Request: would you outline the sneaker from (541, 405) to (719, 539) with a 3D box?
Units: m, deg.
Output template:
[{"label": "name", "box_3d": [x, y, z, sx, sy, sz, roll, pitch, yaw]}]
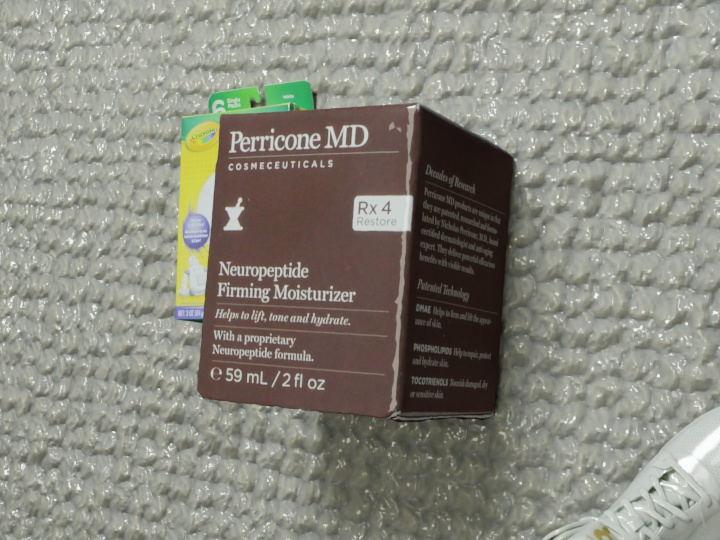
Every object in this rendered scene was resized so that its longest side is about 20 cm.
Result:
[{"label": "sneaker", "box_3d": [0.180, 0.166, 0.694, 0.074, 0.115, 0.201, 45, 105, 28]}]

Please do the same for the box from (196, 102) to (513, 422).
[{"label": "box", "box_3d": [0.000, 0.000, 0.788, 0.164, 0.164, 0.203, 1, 85, 30]}]

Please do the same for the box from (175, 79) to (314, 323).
[{"label": "box", "box_3d": [-0.095, -0.058, 0.920, 0.116, 0.048, 0.203, -3, 81, 30]}]
